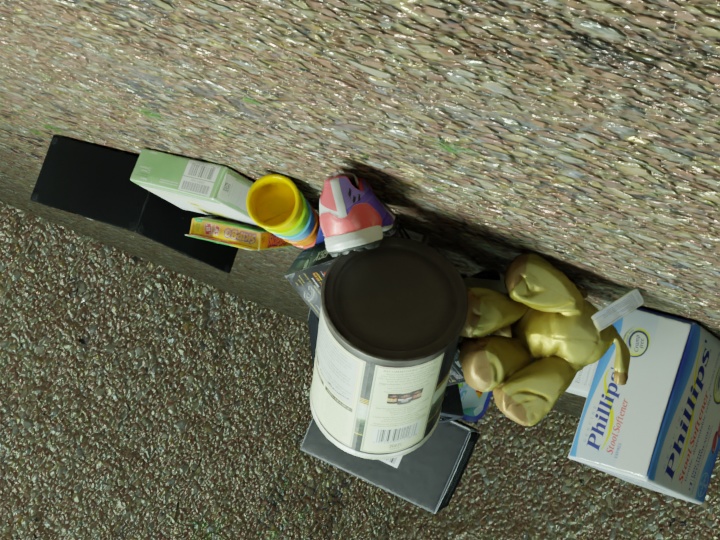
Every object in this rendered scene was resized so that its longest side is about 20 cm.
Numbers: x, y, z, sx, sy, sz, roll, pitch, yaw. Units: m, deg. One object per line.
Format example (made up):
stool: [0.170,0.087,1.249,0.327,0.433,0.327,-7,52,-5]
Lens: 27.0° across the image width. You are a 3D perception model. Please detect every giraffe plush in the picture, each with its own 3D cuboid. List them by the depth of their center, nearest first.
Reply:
giraffe plush: [0.193,0.057,1.610,0.198,0.174,0.162,-15,-174,-2]

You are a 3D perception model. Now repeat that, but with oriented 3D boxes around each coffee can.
coffee can: [0.024,0.083,1.537,0.145,0.147,0.201,18,145,6]

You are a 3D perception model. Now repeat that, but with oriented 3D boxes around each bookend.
bookend: [-0.285,-0.086,1.952,0.199,0.093,0.198,16,174,34]

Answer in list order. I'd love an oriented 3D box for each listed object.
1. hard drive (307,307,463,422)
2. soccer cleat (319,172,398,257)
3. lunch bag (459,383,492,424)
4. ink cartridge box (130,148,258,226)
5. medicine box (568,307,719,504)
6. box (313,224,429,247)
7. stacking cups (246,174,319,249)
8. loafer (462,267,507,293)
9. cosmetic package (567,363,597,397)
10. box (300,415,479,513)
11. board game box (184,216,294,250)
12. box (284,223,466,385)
hard drive: [0.027,0.113,1.807,0.199,0.136,0.042,18,132,-27]
soccer cleat: [-0.005,-0.064,1.462,0.068,0.074,0.200,-12,-173,8]
lunch bag: [0.131,0.106,1.992,0.127,0.171,0.200,20,175,16]
ink cartridge box: [-0.157,-0.083,1.796,0.145,0.048,0.200,14,170,38]
medicine box: [0.341,0.155,1.710,0.102,0.184,0.200,14,173,33]
box: [0.000,0.000,1.737,0.120,0.033,0.200,19,150,0]
stacking cups: [-0.077,-0.063,1.695,0.060,0.061,0.200,18,177,11]
loafer: [0.156,0.032,1.755,0.075,0.069,0.200,-23,174,19]
cosmetic package: [0.264,0.100,1.872,0.199,0.102,0.074,13,172,39]
box: [0.044,0.226,2.000,0.199,0.125,0.197,24,179,10]
board game box: [-0.127,-0.048,1.831,0.095,0.030,0.200,12,-169,22]
box: [0.033,0.048,1.668,0.157,0.050,0.200,-18,118,46]
